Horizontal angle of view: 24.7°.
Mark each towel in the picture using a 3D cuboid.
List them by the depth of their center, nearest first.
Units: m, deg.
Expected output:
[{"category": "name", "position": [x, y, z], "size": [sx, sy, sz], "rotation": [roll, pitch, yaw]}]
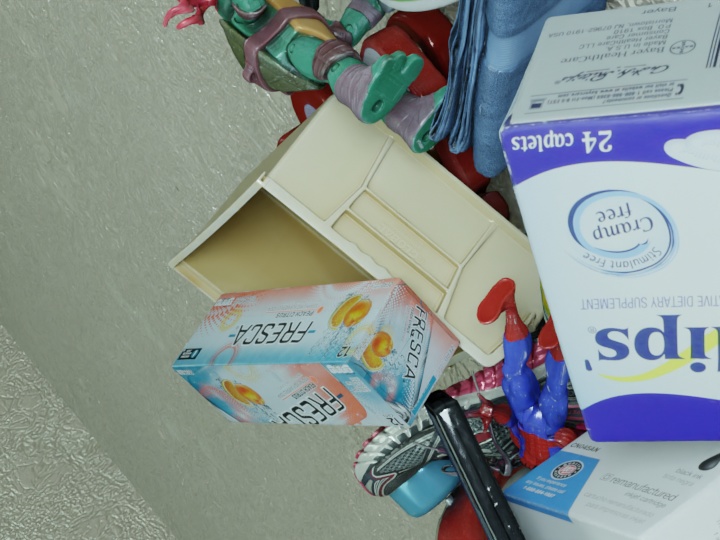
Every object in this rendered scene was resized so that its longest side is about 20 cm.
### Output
[{"category": "towel", "position": [0.094, -0.148, 0.896], "size": [0.049, 0.112, 0.200], "rotation": [38, 151, 23]}]

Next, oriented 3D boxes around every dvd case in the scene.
[{"category": "dvd case", "position": [0.076, 0.139, 0.970], "size": [0.200, 0.018, 0.143], "rotation": [75, 170, -88]}]

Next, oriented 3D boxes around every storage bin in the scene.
[{"category": "storage bin", "position": [0.000, 0.000, 1.102], "size": [0.198, 0.094, 0.200], "rotation": [40, 154, -8]}]

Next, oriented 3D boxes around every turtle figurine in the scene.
[{"category": "turtle figurine", "position": [-0.032, -0.150, 0.991], "size": [0.200, 0.150, 0.101], "rotation": [43, 118, 30]}]

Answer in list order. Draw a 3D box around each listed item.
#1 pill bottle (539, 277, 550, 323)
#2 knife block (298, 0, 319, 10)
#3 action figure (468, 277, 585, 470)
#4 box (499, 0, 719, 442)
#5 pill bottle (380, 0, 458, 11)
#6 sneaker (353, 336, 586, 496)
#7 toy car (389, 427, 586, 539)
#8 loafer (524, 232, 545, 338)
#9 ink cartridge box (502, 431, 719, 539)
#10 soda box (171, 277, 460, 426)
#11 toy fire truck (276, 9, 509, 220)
[{"category": "pill bottle", "position": [0.153, -0.043, 0.938], "size": [0.113, 0.113, 0.200], "rotation": [39, 154, 37]}, {"category": "knife block", "position": [-0.030, -0.247, 1.063], "size": [0.176, 0.064, 0.200], "rotation": [62, 168, -16]}, {"category": "action figure", "position": [0.108, 0.086, 1.011], "size": [0.065, 0.052, 0.200], "rotation": [17, 150, 25]}, {"category": "box", "position": [0.186, -0.023, 0.787], "size": [0.184, 0.105, 0.200], "rotation": [-3, 127, 25]}, {"category": "pill bottle", "position": [0.004, -0.243, 0.882], "size": [0.111, 0.111, 0.200], "rotation": [31, 168, 48]}, {"category": "sneaker", "position": [0.080, 0.110, 1.120], "size": [0.200, 0.081, 0.075], "rotation": [-31, 82, 29]}, {"category": "toy car", "position": [0.146, 0.166, 1.161], "size": [0.184, 0.177, 0.200], "rotation": [47, 166, -3]}, {"category": "loafer", "position": [0.128, 0.008, 1.155], "size": [0.200, 0.075, 0.070], "rotation": [129, 132, -64]}, {"category": "ink cartridge box", "position": [0.206, 0.118, 0.944], "size": [0.145, 0.200, 0.084], "rotation": [6, 125, 64]}, {"category": "soda box", "position": [-0.032, 0.054, 1.044], "size": [0.064, 0.068, 0.200], "rotation": [46, 151, -25]}, {"category": "toy fire truck", "position": [0.039, -0.075, 1.140], "size": [0.168, 0.112, 0.200], "rotation": [50, 159, 13]}]
